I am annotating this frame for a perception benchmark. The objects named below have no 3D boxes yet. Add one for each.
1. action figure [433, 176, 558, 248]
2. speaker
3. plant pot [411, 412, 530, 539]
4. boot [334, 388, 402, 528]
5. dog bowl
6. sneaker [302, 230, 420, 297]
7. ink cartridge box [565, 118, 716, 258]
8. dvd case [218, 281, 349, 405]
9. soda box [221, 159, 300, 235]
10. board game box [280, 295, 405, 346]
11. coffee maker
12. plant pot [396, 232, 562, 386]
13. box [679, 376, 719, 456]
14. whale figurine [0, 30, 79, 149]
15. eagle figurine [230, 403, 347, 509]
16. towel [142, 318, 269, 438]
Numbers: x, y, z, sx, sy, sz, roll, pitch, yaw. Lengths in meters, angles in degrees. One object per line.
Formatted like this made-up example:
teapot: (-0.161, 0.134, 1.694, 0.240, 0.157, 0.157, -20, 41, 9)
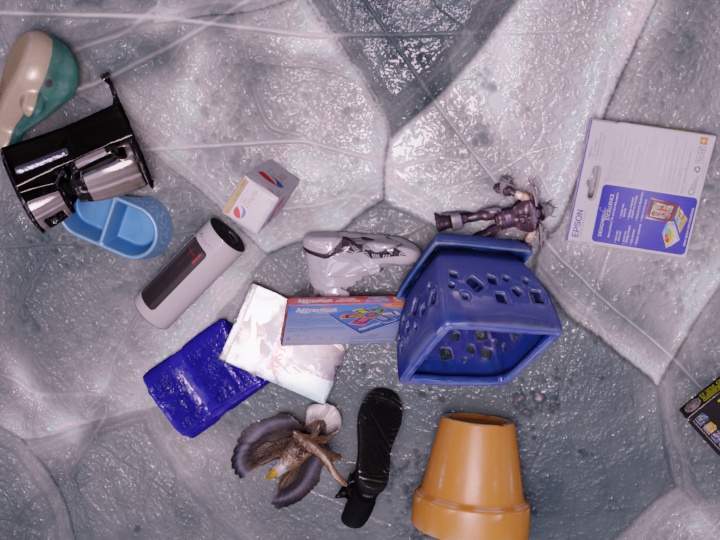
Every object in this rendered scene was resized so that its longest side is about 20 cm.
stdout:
action figure: (0.222, -0.082, 1.313, 0.198, 0.069, 0.132, -13, 96, 4)
speaker: (-0.287, 0.005, 1.369, 0.200, 0.081, 0.081, -43, 97, 14)
plant pot: (0.192, 0.342, 1.367, 0.198, 0.200, 0.186, 5, 89, 3)
boot: (0.011, 0.328, 1.417, 0.076, 0.202, 0.169, 14, 140, -6)
dog bowl: (-0.419, -0.087, 1.372, 0.198, 0.050, 0.112, 23, 105, -2)
sneaker: (0.000, 0.000, 1.348, 0.197, 0.075, 0.116, 5, 106, 8)
ink cartridge box: (0.440, -0.132, 1.293, 0.198, 0.047, 0.200, 10, 106, 4)
dvd case: (-0.124, 0.126, 1.392, 0.198, 0.022, 0.147, 25, 88, -3)
soda box: (-0.151, -0.118, 1.263, 0.063, 0.200, 0.068, 33, 105, -4)
board game box: (-0.029, 0.083, 1.342, 0.198, 0.020, 0.104, 0, 136, -15)
coffee maker: (-0.454, -0.181, 1.292, 0.198, 0.135, 0.193, -23, 60, -11)
plant pot: (0.167, 0.057, 1.251, 0.198, 0.182, 0.200, 5, 147, -19)
box: (0.668, 0.261, 1.371, 0.160, 0.044, 0.200, -42, 97, 13)
whale figurine: (-0.521, -0.278, 1.299, 0.103, 0.159, 0.201, 16, 110, -39)
eagle figurine: (-0.124, 0.327, 1.425, 0.149, 0.200, 0.153, 3, 66, -31)
towel: (-0.273, 0.194, 1.431, 0.199, 0.050, 0.148, -36, 99, 12)
